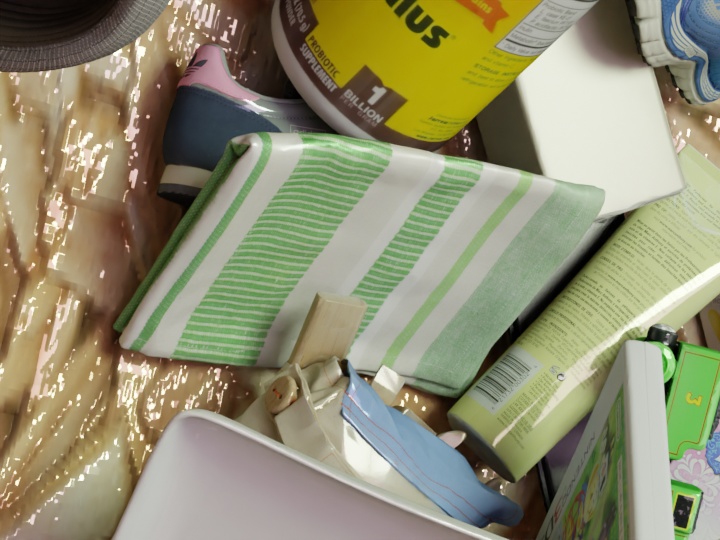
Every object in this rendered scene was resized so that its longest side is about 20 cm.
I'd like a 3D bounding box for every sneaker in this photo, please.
[{"bbox_3d":[0.196,-0.135,1.075,0.200,0.089,0.079,-2,79,-71],"label":"sneaker"},{"bbox_3d":[-0.003,-0.060,1.024,0.199,0.070,0.083,8,86,-34],"label":"sneaker"}]

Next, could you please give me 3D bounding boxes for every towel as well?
[{"bbox_3d":[0.000,0.000,0.999,0.199,0.153,0.023,10,42,-31],"label":"towel"}]

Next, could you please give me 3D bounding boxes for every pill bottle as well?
[{"bbox_3d":[0.056,-0.148,0.957,0.109,0.200,0.110,31,35,-25],"label":"pill bottle"}]

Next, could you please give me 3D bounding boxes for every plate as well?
[{"bbox_3d":[-0.026,0.161,0.950,0.199,0.032,0.201,23,123,-10],"label":"plate"}]

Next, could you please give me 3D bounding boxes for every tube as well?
[{"bbox_3d":[0.132,0.025,1.086,0.200,0.052,0.058,-45,107,-9],"label":"tube"}]

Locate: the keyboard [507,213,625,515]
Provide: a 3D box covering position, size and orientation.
[{"bbox_3d":[0.129,0.053,1.133,0.103,0.040,0.201,-12,93,-15],"label":"keyboard"}]

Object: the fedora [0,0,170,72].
[{"bbox_3d":[-0.157,-0.177,0.892,0.090,0.199,0.178,-62,156,-49],"label":"fedora"}]

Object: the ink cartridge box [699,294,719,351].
[{"bbox_3d":[0.268,0.048,1.145,0.083,0.145,0.201,-21,101,-30],"label":"ink cartridge box"}]

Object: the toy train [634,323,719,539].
[{"bbox_3d":[0.140,0.127,1.049,0.056,0.042,0.201,14,94,0],"label":"toy train"}]

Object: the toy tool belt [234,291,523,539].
[{"bbox_3d":[0.022,0.108,1.014,0.200,0.125,0.123,39,80,-26],"label":"toy tool belt"}]

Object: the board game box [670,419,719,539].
[{"bbox_3d":[0.209,0.197,1.077,0.200,0.041,0.200,36,97,7],"label":"board game box"}]

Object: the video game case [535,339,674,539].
[{"bbox_3d":[0.101,0.161,0.944,0.022,0.201,0.183,14,127,-6],"label":"video game case"}]

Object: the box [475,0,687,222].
[{"bbox_3d":[0.094,-0.124,1.067,0.082,0.068,0.201,-17,95,-19],"label":"box"}]
